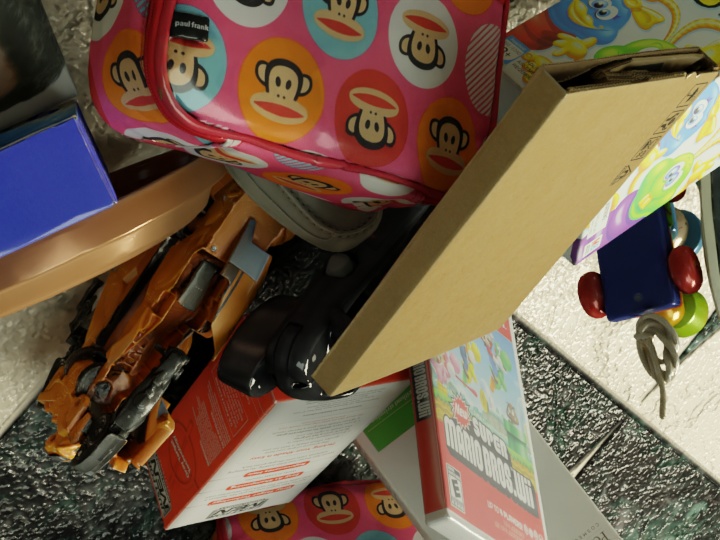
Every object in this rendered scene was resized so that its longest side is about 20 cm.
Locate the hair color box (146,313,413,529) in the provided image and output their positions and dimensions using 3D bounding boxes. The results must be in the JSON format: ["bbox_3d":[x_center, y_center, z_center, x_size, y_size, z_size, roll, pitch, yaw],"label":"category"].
[{"bbox_3d":[-0.058,0.093,0.862,0.101,0.061,0.200,-7,153,-33],"label":"hair color box"}]

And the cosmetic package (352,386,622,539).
[{"bbox_3d":[0.077,0.143,0.945,0.108,0.200,0.085,-37,162,-7],"label":"cosmetic package"}]

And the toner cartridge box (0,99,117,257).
[{"bbox_3d":[-0.170,-0.041,0.652,0.095,0.200,0.043,-24,103,-8],"label":"toner cartridge box"}]

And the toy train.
[{"bbox_3d":[0.215,0.023,0.975,0.085,0.200,0.116,-17,154,28],"label":"toy train"}]

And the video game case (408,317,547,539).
[{"bbox_3d":[0.070,0.083,0.841,0.017,0.200,0.143,-22,143,23],"label":"video game case"}]

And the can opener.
[{"bbox_3d":[0.000,0.000,0.763,0.200,0.079,0.063,-49,156,-38],"label":"can opener"}]

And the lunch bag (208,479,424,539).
[{"bbox_3d":[-0.006,0.241,0.970,0.200,0.176,0.082,-1,140,-26],"label":"lunch bag"}]

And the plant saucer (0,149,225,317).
[{"bbox_3d":[-0.159,-0.012,0.690,0.200,0.200,0.032,-27,102,-15],"label":"plant saucer"}]

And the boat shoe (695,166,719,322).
[{"bbox_3d":[0.270,-0.039,0.960,0.062,0.200,0.075,-7,154,12],"label":"boat shoe"}]

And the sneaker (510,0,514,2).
[{"bbox_3d":[0.033,-0.210,0.753,0.200,0.084,0.121,-16,135,-27],"label":"sneaker"}]

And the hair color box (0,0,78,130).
[{"bbox_3d":[-0.250,-0.095,0.658,0.200,0.061,0.099,-28,133,-15],"label":"hair color box"}]

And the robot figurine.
[{"bbox_3d":[-0.114,0.028,0.783,0.058,0.145,0.200,33,90,-29],"label":"robot figurine"}]

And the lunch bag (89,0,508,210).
[{"bbox_3d":[-0.020,-0.129,0.635,0.200,0.082,0.177,14,81,-39],"label":"lunch bag"}]

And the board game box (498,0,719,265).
[{"bbox_3d":[0.174,-0.113,0.823,0.200,0.103,0.105,-33,150,-21],"label":"board game box"}]

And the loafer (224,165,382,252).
[{"bbox_3d":[-0.052,-0.099,0.709,0.070,0.070,0.200,-37,94,-24],"label":"loafer"}]

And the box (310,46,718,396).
[{"bbox_3d":[0.077,-0.025,0.671,0.163,0.021,0.200,-16,150,-52],"label":"box"}]
